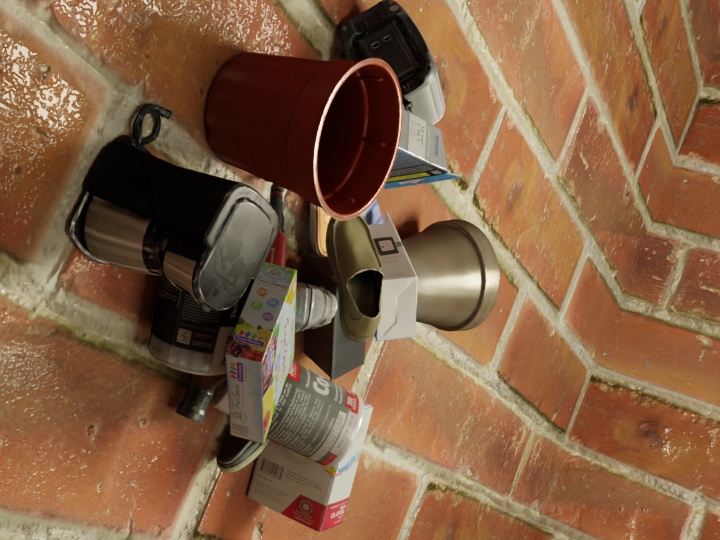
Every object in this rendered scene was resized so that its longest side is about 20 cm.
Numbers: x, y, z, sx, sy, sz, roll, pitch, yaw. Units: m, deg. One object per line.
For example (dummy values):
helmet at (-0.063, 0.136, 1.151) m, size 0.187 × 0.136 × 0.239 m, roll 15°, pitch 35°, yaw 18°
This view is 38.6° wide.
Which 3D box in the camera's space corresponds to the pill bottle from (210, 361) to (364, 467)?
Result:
pill bottle at (-0.104, 0.190, 1.470) m, size 0.199 × 0.114 × 0.115 m, roll 29°, pitch 78°, yaw -18°

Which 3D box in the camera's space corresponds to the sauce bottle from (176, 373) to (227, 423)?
sauce bottle at (-0.198, 0.107, 1.408) m, size 0.066 × 0.065 × 0.202 m, roll 33°, pitch 79°, yaw -61°

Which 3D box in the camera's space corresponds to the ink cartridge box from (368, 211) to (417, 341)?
ink cartridge box at (0.034, 0.006, 1.645) m, size 0.066 × 0.201 × 0.117 m, roll -7°, pitch 125°, yaw -10°

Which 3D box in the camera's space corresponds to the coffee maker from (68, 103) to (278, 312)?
coffee maker at (-0.202, -0.074, 1.150) m, size 0.134 × 0.198 × 0.195 m, roll -4°, pitch 110°, yaw -60°

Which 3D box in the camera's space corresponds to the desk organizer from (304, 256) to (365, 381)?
desk organizer at (-0.038, 0.065, 1.612) m, size 0.071 × 0.077 × 0.202 m, roll -24°, pitch 135°, yaw -32°

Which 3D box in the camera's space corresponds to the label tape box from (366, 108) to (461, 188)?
label tape box at (0.037, -0.175, 1.480) m, size 0.199 × 0.142 × 0.067 m, roll 14°, pitch 75°, yaw -52°

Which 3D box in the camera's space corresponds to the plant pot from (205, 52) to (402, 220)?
plant pot at (-0.079, -0.186, 1.308) m, size 0.200 × 0.193 × 0.203 m, roll -37°, pitch 136°, yaw -47°

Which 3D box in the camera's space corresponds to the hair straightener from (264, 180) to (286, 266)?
hair straightener at (-0.122, -0.043, 1.398) m, size 0.077 × 0.040 × 0.202 m, roll 95°, pitch -10°, yaw -55°

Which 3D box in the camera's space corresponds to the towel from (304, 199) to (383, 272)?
towel at (-0.020, -0.034, 1.682) m, size 0.201 × 0.024 × 0.148 m, roll -56°, pitch 149°, yaw -28°

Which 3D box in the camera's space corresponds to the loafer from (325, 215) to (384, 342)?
loafer at (0.000, 0.000, 1.496) m, size 0.075 × 0.067 × 0.203 m, roll -3°, pitch 72°, yaw -28°

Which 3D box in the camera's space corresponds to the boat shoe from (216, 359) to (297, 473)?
boat shoe at (-0.156, 0.212, 1.545) m, size 0.201 × 0.073 × 0.065 m, roll -53°, pitch 131°, yaw -30°

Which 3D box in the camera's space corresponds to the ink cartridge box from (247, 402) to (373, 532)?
ink cartridge box at (-0.079, 0.288, 1.634) m, size 0.083 × 0.144 × 0.203 m, roll 5°, pitch 102°, yaw -62°

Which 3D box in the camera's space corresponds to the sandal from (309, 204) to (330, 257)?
sandal at (-0.038, -0.118, 1.548) m, size 0.079 × 0.059 × 0.209 m, roll -29°, pitch 124°, yaw -48°

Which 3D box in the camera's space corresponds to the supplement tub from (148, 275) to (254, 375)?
supplement tub at (-0.193, 0.020, 1.302) m, size 0.122 × 0.121 × 0.203 m, roll -5°, pitch 111°, yaw -60°

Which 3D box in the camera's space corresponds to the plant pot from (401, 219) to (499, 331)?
plant pot at (0.116, 0.012, 1.808) m, size 0.172 × 0.199 × 0.203 m, roll -3°, pitch 110°, yaw -42°

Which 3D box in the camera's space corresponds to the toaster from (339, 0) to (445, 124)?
toaster at (0.055, -0.285, 1.510) m, size 0.113 × 0.201 × 0.129 m, roll -29°, pitch 153°, yaw 3°

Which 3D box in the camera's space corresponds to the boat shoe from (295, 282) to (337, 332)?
boat shoe at (-0.069, 0.059, 1.506) m, size 0.200 × 0.066 × 0.075 m, roll -155°, pitch -107°, yaw -84°

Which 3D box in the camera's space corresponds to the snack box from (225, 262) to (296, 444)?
snack box at (-0.124, 0.107, 1.306) m, size 0.201 × 0.052 × 0.143 m, roll 97°, pitch 8°, yaw -53°
